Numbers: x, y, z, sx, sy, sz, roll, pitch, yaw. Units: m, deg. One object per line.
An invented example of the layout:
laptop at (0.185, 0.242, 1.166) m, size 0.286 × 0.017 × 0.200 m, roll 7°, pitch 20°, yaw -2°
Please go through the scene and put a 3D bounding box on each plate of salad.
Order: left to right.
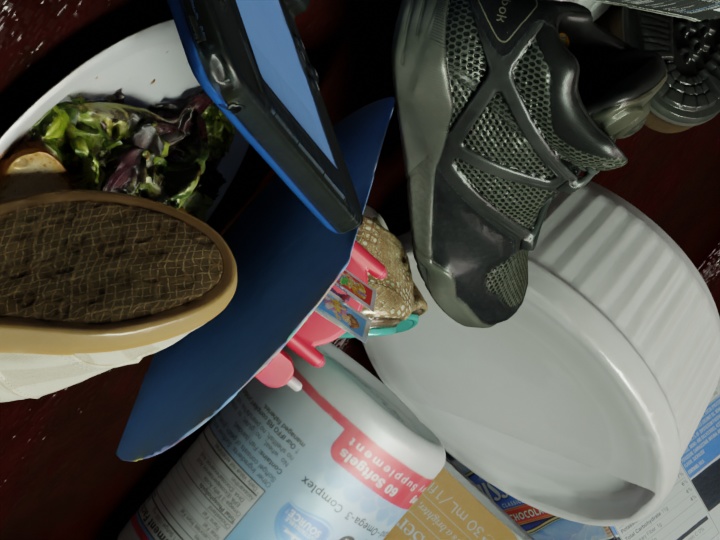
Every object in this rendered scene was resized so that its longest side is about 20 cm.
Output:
plate of salad at (-0.107, -0.020, 1.154) m, size 0.200 × 0.048 × 0.200 m, roll -41°, pitch 157°, yaw -21°

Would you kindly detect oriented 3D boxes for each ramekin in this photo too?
ramekin at (0.101, 0.034, 1.459) m, size 0.094 × 0.202 × 0.203 m, roll -49°, pitch 161°, yaw -28°

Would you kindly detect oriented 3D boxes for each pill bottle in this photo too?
pill bottle at (-0.056, 0.137, 1.432) m, size 0.200 × 0.109 × 0.109 m, roll -50°, pitch 159°, yaw 5°

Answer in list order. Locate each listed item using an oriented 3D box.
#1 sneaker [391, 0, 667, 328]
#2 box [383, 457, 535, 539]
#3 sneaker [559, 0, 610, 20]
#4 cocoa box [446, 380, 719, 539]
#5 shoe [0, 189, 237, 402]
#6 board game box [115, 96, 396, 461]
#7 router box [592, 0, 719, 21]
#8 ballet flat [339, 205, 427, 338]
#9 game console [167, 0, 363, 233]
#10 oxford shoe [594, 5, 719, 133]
sneaker at (0.080, -0.045, 1.251) m, size 0.076 × 0.113 × 0.200 m, roll -68°, pitch 159°, yaw -44°
box at (-0.016, 0.182, 1.528) m, size 0.200 × 0.152 × 0.106 m, roll -49°, pitch 159°, yaw -1°
sneaker at (0.051, -0.099, 1.310) m, size 0.099 × 0.078 × 0.201 m, roll -13°, pitch 132°, yaw -44°
cocoa box at (0.131, 0.133, 1.654) m, size 0.133 × 0.132 × 0.200 m, roll -34°, pitch -174°, yaw -34°
shoe at (-0.146, 0.015, 1.062) m, size 0.199 × 0.070 × 0.053 m, roll -8°, pitch 152°, yaw -19°
board game box at (-0.033, 0.015, 1.214) m, size 0.158 × 0.039 × 0.200 m, roll -41°, pitch -162°, yaw 31°
router box at (0.104, -0.202, 1.057) m, size 0.062 × 0.201 × 0.150 m, roll -17°, pitch 174°, yaw 28°
ballet flat at (0.000, 0.000, 1.352) m, size 0.200 × 0.070 × 0.066 m, roll 156°, pitch -67°, yaw -87°
game console at (-0.009, -0.133, 1.068) m, size 0.118 × 0.172 × 0.200 m, roll -23°, pitch 160°, yaw 8°
oxford shoe at (0.147, -0.116, 1.346) m, size 0.085 × 0.072 × 0.200 m, roll -55°, pitch -168°, yaw 32°
